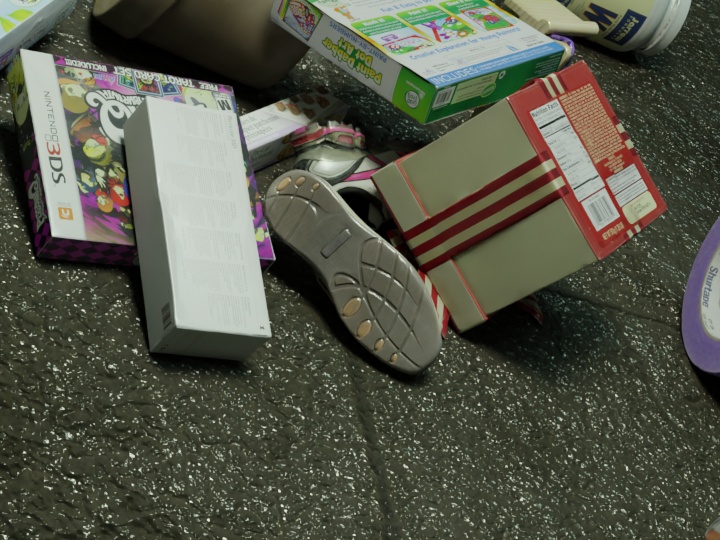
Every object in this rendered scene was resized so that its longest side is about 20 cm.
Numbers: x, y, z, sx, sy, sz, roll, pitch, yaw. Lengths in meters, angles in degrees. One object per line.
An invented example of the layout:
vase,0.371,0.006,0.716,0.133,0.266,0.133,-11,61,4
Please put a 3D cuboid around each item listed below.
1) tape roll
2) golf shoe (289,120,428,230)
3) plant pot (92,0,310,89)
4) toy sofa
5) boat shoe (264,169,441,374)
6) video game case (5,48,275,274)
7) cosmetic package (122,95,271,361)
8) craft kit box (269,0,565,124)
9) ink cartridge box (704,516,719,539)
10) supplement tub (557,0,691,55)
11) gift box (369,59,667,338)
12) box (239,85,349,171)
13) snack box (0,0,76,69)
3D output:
tape roll,0.399,0.018,1.473,0.085,0.200,0.200,21,32,-15
golf shoe,0.012,-0.078,1.422,0.200,0.073,0.092,5,73,-46
plant pot,-0.128,-0.272,1.471,0.173,0.200,0.200,36,28,-23
toy sofa,0.161,-0.166,1.533,0.083,0.200,0.098,-5,40,-45
boat shoe,0.000,0.000,1.279,0.200,0.076,0.072,54,2,9
video game case,-0.178,-0.085,1.243,0.200,0.036,0.181,7,55,-35
cosmetic package,-0.128,-0.032,1.180,0.082,0.051,0.200,7,59,-32
craft kit box,0.054,-0.218,1.416,0.197,0.049,0.200,40,39,25
ink cartridge box,0.399,0.267,1.280,0.162,0.050,0.200,-11,58,-48
supplement tub,0.318,-0.374,2.014,0.200,0.145,0.145,19,33,-20
gift box,0.137,-0.049,1.358,0.184,0.187,0.200,-23,86,-52
box,-0.079,-0.128,1.427,0.039,0.041,0.200,39,31,13
snack box,-0.337,-0.238,1.300,0.142,0.053,0.200,31,31,-2
